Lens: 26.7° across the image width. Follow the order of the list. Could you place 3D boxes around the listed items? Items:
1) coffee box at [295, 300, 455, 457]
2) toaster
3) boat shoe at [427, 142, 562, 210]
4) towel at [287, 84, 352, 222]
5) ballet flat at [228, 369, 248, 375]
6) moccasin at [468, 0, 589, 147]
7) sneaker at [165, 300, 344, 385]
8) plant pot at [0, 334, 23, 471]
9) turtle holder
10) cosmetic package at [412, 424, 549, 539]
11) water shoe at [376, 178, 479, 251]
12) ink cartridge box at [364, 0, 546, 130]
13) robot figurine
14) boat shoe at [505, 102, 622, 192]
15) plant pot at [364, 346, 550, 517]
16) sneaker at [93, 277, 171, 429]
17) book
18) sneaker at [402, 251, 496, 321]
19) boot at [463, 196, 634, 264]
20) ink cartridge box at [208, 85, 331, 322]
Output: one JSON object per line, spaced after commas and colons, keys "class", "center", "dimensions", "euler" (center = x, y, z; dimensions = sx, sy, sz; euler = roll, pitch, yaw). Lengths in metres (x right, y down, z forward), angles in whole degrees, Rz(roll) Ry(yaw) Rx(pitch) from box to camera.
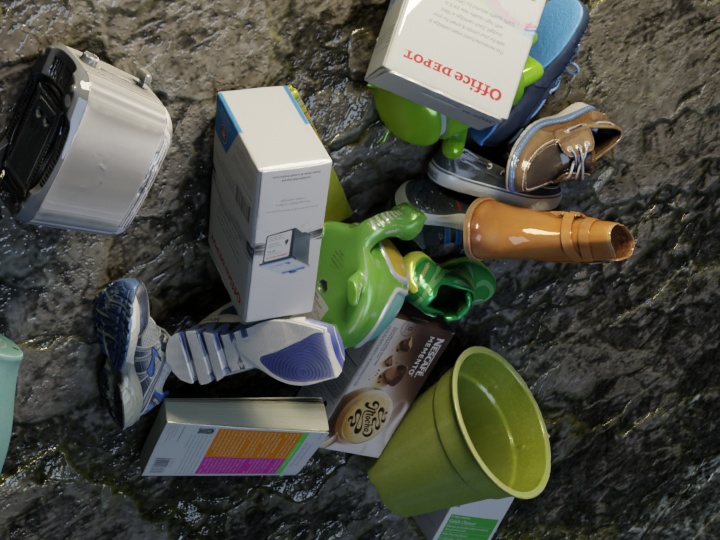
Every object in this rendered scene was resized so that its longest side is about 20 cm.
{"class": "coffee box", "center": [0.013, 0.124, 1.884], "dimensions": [0.112, 0.080, 0.201], "euler": [16, 113, -39]}
{"class": "toaster", "center": [-0.276, -0.116, 1.499], "dimensions": [0.128, 0.114, 0.202], "euler": [13, 112, -41]}
{"class": "boat shoe", "center": [0.171, -0.117, 1.822], "dimensions": [0.198, 0.069, 0.057], "euler": [9, 117, -35]}
{"class": "towel", "center": [-0.076, -0.113, 1.700], "dimensions": [0.085, 0.018, 0.201], "euler": [-30, 134, -4]}
{"class": "ballet flat", "center": [-0.105, 0.081, 1.803], "dimensions": [0.197, 0.068, 0.062], "euler": [-11, 157, -22]}
{"class": "moccasin", "center": [0.198, -0.230, 1.760], "dimensions": [0.068, 0.081, 0.200], "euler": [14, 125, -46]}
{"class": "sneaker", "center": [-0.109, 0.067, 1.691], "dimensions": [0.197, 0.115, 0.082], "euler": [-2, 115, 19]}
{"class": "plant pot", "center": [-0.439, 0.141, 1.537], "dimensions": [0.199, 0.199, 0.190], "euler": [22, 94, -41]}
{"class": "turtle holder", "center": [-0.008, 0.000, 1.742], "dimensions": [0.131, 0.140, 0.188], "euler": [0, 106, -48]}
{"class": "cosmetic package", "center": [0.160, 0.277, 2.091], "dimensions": [0.107, 0.085, 0.202], "euler": [11, 116, -34]}
{"class": "water shoe", "center": [0.102, -0.062, 1.831], "dimensions": [0.198, 0.072, 0.079], "euler": [15, 141, -41]}
{"class": "ink cartridge box", "center": [0.105, -0.266, 1.570], "dimensions": [0.144, 0.083, 0.202], "euler": [21, 82, -14]}
{"class": "robot figurine", "center": [0.100, -0.212, 1.671], "dimensions": [0.198, 0.116, 0.177], "euler": [-26, 126, -14]}
{"class": "boat shoe", "center": [0.244, -0.144, 1.794], "dimensions": [0.200, 0.072, 0.073], "euler": [-38, 139, -41]}
{"class": "plant pot", "center": [0.112, 0.228, 1.944], "dimensions": [0.189, 0.202, 0.199], "euler": [-30, 142, 32]}
{"class": "sneaker", "center": [-0.246, 0.081, 1.700], "dimensions": [0.084, 0.077, 0.202], "euler": [-22, 139, -31]}
{"class": "book", "center": [-0.153, 0.205, 1.813], "dimensions": [0.197, 0.049, 0.134], "euler": [3, 143, -23]}
{"class": "sneaker", "center": [0.107, 0.029, 1.859], "dimensions": [0.074, 0.084, 0.199], "euler": [-49, 152, 23]}
{"class": "boot", "center": [0.218, -0.042, 1.757], "dimensions": [0.199, 0.153, 0.075], "euler": [-6, 101, -56]}
{"class": "ink cartridge box", "center": [-0.101, -0.070, 1.606], "dimensions": [0.085, 0.147, 0.202], "euler": [-10, 132, -20]}
